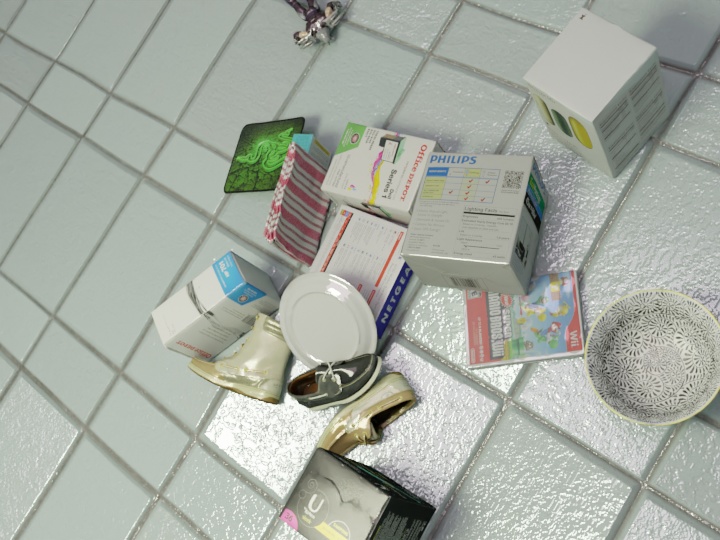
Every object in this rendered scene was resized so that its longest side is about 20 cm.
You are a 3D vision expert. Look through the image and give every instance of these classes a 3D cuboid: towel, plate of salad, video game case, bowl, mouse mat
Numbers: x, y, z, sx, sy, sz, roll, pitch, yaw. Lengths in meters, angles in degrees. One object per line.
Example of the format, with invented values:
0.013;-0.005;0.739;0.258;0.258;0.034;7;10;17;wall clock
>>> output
-0.108;-0.121;1.608;0.030;0.146;0.203;4;72;34;towel
-0.056;0.095;1.511;0.198;0.048;0.203;10;114;24;plate of salad
0.269;0.084;1.420;0.198;0.017;0.145;-10;66;22;video game case
0.442;0.138;1.269;0.198;0.094;0.203;-10;66;22;bowl
-0.200;-0.236;1.752;0.198;0.008;0.163;2;71;41;mouse mat

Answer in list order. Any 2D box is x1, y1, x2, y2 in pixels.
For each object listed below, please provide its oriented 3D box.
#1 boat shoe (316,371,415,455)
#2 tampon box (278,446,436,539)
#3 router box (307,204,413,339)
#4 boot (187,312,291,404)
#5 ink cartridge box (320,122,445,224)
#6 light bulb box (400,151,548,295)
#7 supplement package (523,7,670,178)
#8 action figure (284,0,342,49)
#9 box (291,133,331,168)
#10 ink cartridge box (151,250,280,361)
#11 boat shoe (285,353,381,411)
0.010;0.259;1.448;0.200;0.074;0.066;-45;53;5;boat shoe
-0.001;0.381;1.332;0.149;0.200;0.127;26;83;32;tampon box
0.000;0.000;1.566;0.178;0.049;0.202;23;82;31;router box
-0.218;0.152;1.602;0.198;0.072;0.156;15;79;23;boot
0.048;-0.180;1.590;0.198;0.084;0.146;17;79;30;ink cartridge box
0.197;-0.081;1.446;0.196;0.125;0.202;6;67;28;light bulb box
0.390;-0.286;1.394;0.151;0.200;0.152;-48;58;2;supplement package
-0.105;-0.550;1.821;0.129;0.069;0.201;-31;64;4;action figure
-0.117;-0.158;1.666;0.049;0.082;0.203;6;73;29;box
-0.270;0.073;1.614;0.199;0.146;0.086;-35;61;10;ink cartridge box
-0.047;0.188;1.470;0.199;0.067;0.072;-27;38;37;boat shoe
